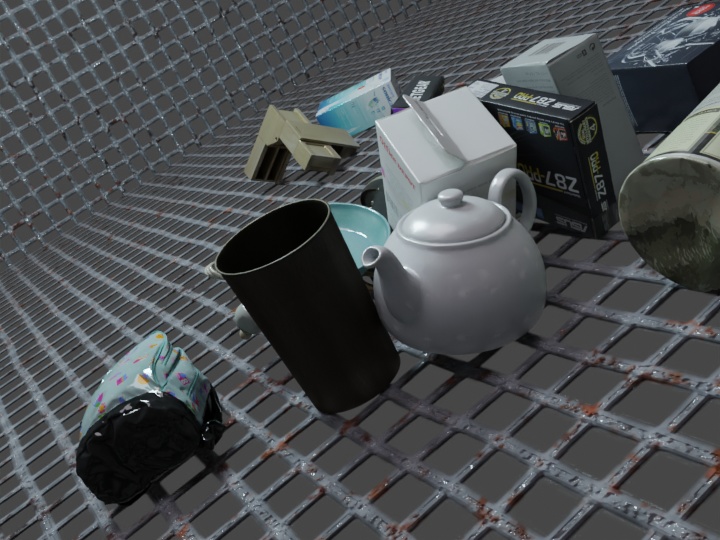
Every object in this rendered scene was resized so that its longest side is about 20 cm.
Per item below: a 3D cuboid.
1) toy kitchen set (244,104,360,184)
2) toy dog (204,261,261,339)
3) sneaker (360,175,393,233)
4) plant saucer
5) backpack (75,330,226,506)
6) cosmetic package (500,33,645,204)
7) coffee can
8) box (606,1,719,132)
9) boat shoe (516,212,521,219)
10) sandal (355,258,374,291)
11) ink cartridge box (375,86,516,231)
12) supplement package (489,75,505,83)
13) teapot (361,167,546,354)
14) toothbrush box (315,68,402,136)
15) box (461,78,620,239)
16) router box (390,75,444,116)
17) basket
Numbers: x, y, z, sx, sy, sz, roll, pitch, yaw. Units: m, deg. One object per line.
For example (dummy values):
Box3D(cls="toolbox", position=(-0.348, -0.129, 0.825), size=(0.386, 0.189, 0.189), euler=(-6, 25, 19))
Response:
Box3D(cls="toy kitchen set", position=(-0.119, -0.232, 1.854), size=(0.163, 0.181, 0.200), euler=(1, 39, -39))
Box3D(cls="toy dog", position=(-0.122, 0.052, 1.131), size=(0.132, 0.097, 0.200), euler=(37, 26, 27))
Box3D(cls="sneaker", position=(0.029, -0.088, 1.294), size=(0.106, 0.075, 0.200), euler=(-34, 22, -20))
Box3D(cls="plant saucer", position=(-0.057, -0.025, 1.102), size=(0.199, 0.036, 0.200), euler=(-8, 33, 5))
Box3D(cls="backpack", position=(-0.247, 0.163, 0.999), size=(0.166, 0.127, 0.200), euler=(-29, 17, 8))
Box3D(cls="cosmetic package", position=(0.266, -0.181, 1.037), size=(0.081, 0.201, 0.113), euler=(-32, 19, -13))
Box3D(cls="coffee can", position=(0.359, -0.095, 0.793), size=(0.200, 0.147, 0.146), euler=(-41, 24, -28))
Box3D(cls="box", position=(0.461, -0.283, 1.156), size=(0.200, 0.104, 0.182), euler=(-36, 23, -17))
Box3D(cls="boat shoe", position=(0.166, -0.088, 1.141), size=(0.200, 0.062, 0.073), euler=(-33, 21, -11))
Box3D(cls="sandal", position=(0.000, 0.000, 1.134), size=(0.199, 0.054, 0.080), euler=(2, 31, 17))
Box3D(cls="ink cartridge box", position=(0.104, -0.109, 1.008), size=(0.125, 0.200, 0.129), euler=(-22, 51, -10))
Box3D(cls="supplement package", position=(0.203, -0.202, 1.274), size=(0.121, 0.120, 0.200), euler=(-22, 22, 11))
Box3D(cls="teapot", position=(0.104, -0.017, 0.882), size=(0.196, 0.147, 0.200), euler=(-6, 25, 3))
Box3D(cls="toothbrush box", position=(0.002, -0.395, 2.027), size=(0.199, 0.086, 0.147), euler=(-22, 22, 13))
Box3D(cls="box", position=(0.210, -0.139, 1.011), size=(0.049, 0.162, 0.200), euler=(-36, 35, -19))
Box3D(cls="router box", position=(0.083, -0.182, 1.193), size=(0.051, 0.150, 0.200), euler=(3, 26, 12))
Box3D(cls="basket", position=(-0.048, 0.044, 0.915), size=(0.136, 0.201, 0.180), euler=(-33, 20, -9))
